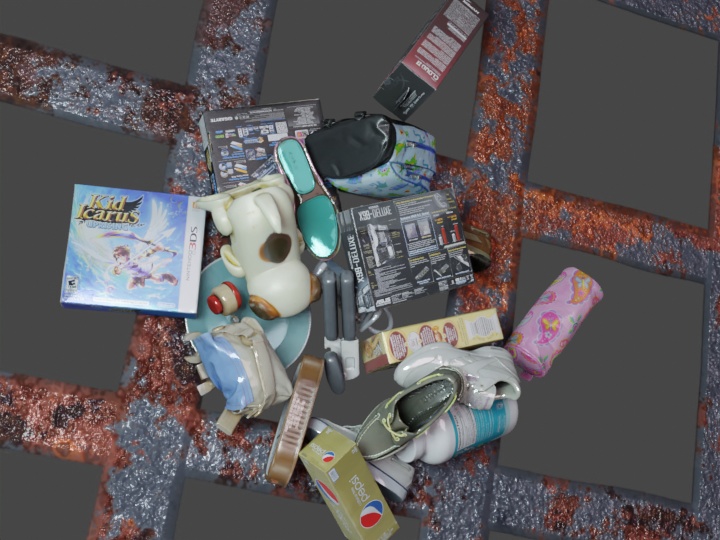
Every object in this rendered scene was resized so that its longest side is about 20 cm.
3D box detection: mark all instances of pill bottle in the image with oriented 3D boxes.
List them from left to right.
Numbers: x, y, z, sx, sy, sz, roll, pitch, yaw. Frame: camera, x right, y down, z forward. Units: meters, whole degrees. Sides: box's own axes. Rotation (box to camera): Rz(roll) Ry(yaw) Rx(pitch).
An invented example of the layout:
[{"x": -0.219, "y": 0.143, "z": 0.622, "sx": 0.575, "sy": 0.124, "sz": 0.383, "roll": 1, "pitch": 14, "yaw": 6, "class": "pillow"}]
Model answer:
[{"x": 0.140, "y": 0.232, "z": 1.574, "sx": 0.199, "sy": 0.111, "sz": 0.111, "roll": -16, "pitch": 83, "yaw": -32, "class": "pill bottle"}]

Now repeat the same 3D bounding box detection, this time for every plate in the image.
[{"x": -0.174, "y": 0.072, "z": 1.569, "sx": 0.199, "sy": 0.026, "sz": 0.201, "roll": 5, "pitch": 75, "yaw": -18, "class": "plate"}]

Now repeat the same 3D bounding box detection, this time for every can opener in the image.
[{"x": -0.030, "y": 0.097, "z": 1.540, "sx": 0.053, "sy": 0.201, "sz": 0.067, "roll": -1, "pitch": 34, "yaw": 1, "class": "can opener"}]

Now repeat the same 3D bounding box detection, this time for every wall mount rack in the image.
[{"x": 0.000, "y": 0.000, "z": 1.621, "sx": 0.200, "sy": 0.075, "sz": 0.174, "roll": 40, "pitch": 45, "yaw": -8, "class": "wall mount rack"}]

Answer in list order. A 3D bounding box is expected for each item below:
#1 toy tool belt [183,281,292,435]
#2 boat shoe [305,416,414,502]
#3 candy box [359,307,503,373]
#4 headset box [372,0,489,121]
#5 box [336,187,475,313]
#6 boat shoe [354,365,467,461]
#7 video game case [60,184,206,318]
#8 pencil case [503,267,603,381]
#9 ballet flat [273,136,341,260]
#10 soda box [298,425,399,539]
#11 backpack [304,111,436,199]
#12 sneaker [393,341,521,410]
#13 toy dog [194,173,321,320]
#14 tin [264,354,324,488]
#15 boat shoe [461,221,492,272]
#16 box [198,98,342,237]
[{"x": -0.195, "y": 0.126, "z": 1.473, "sx": 0.123, "sy": 0.125, "sz": 0.201, "roll": -28, "pitch": 87, "yaw": -29, "class": "toy tool belt"}, {"x": 0.007, "y": 0.267, "z": 1.558, "sx": 0.202, "sy": 0.075, "sz": 0.086, "roll": 38, "pitch": 63, "yaw": -14, "class": "boat shoe"}, {"x": 0.111, "y": 0.111, "z": 1.606, "sx": 0.199, "sy": 0.115, "sz": 0.056, "roll": -10, "pitch": 80, "yaw": -20, "class": "candy box"}, {"x": 0.110, "y": -0.350, "z": 1.695, "sx": 0.075, "sy": 0.149, "sz": 0.200, "roll": 37, "pitch": 68, "yaw": -7, "class": "headset box"}, {"x": 0.072, "y": -0.033, "z": 1.568, "sx": 0.199, "sy": 0.050, "sz": 0.159, "roll": -15, "pitch": 91, "yaw": -31, "class": "box"}, {"x": 0.065, "y": 0.209, "z": 1.465, "sx": 0.201, "sy": 0.060, "sz": 0.072, "roll": -39, "pitch": 82, "yaw": 13, "class": "boat shoe"}, {"x": -0.335, "y": -0.028, "z": 1.514, "sx": 0.199, "sy": 0.045, "sz": 0.182, "roll": 5, "pitch": 75, "yaw": -9, "class": "video game case"}, {"x": 0.323, "y": 0.089, "z": 1.704, "sx": 0.087, "sy": 0.087, "sz": 0.200, "roll": 42, "pitch": 69, "yaw": -5, "class": "pencil case"}, {"x": -0.080, "y": -0.111, "z": 1.569, "sx": 0.069, "sy": 0.071, "sz": 0.201, "roll": -23, "pitch": 88, "yaw": -3, "class": "ballet flat"}, {"x": -0.015, "y": 0.325, "z": 1.488, "sx": 0.064, "sy": 0.068, "sz": 0.201, "roll": -40, "pitch": 128, "yaw": -23, "class": "soda box"}, {"x": 0.037, "y": -0.180, "z": 1.621, "sx": 0.200, "sy": 0.162, "sz": 0.155, "roll": -20, "pitch": 98, "yaw": -56, "class": "backpack"}, {"x": 0.150, "y": 0.160, "z": 1.514, "sx": 0.199, "sy": 0.075, "sz": 0.100, "roll": 0, "pitch": 41, "yaw": -17, "class": "sneaker"}, {"x": -0.127, "y": -0.029, "z": 1.495, "sx": 0.139, "sy": 0.194, "sz": 0.201, "roll": -25, "pitch": 107, "yaw": -30, "class": "toy dog"}, {"x": -0.099, "y": 0.222, "z": 1.515, "sx": 0.042, "sy": 0.112, "sz": 0.201, "roll": 17, "pitch": 72, "yaw": -2, "class": "tin"}, {"x": 0.133, "y": -0.067, "z": 1.684, "sx": 0.199, "sy": 0.076, "sz": 0.074, "roll": 26, "pitch": 65, "yaw": -20, "class": "boat shoe"}, {"x": -0.143, "y": -0.165, "z": 1.621, "sx": 0.199, "sy": 0.050, "sz": 0.200, "roll": -10, "pitch": 84, "yaw": -19, "class": "box"}]
